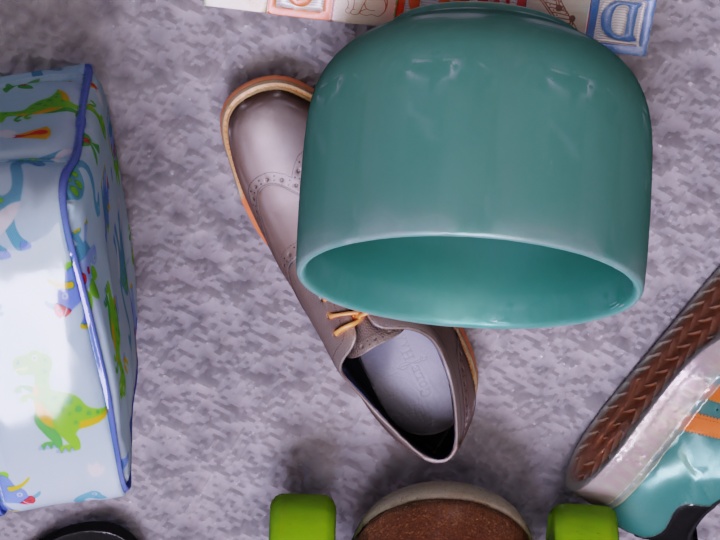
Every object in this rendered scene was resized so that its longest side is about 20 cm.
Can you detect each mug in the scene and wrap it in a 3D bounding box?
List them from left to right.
[{"bbox_3d":[0.047,-0.044,1.232,0.152,0.185,0.115,8,75,-13],"label":"mug"}]

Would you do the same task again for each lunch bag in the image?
[{"bbox_3d":[-0.141,0.008,1.227,0.082,0.200,0.161,-9,112,1],"label":"lunch bag"}]

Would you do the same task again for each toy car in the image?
[{"bbox_3d":[0.036,0.214,1.302,0.164,0.200,0.158,2,134,-1],"label":"toy car"}]

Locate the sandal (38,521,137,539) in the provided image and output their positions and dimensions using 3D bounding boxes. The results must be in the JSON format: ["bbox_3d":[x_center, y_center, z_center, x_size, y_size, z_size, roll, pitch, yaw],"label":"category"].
[{"bbox_3d":[-0.178,0.202,1.384,0.200,0.045,0.075,-41,108,12],"label":"sandal"}]

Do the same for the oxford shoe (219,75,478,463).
[{"bbox_3d":[0.000,0.000,1.299,0.071,0.073,0.200,-30,110,10],"label":"oxford shoe"}]

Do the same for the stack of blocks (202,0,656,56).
[{"bbox_3d":[0.035,-0.168,1.243,0.200,0.059,0.115,7,111,-6],"label":"stack of blocks"}]

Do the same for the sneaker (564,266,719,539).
[{"bbox_3d":[0.188,0.051,1.334,0.080,0.071,0.200,34,114,-15],"label":"sneaker"}]
